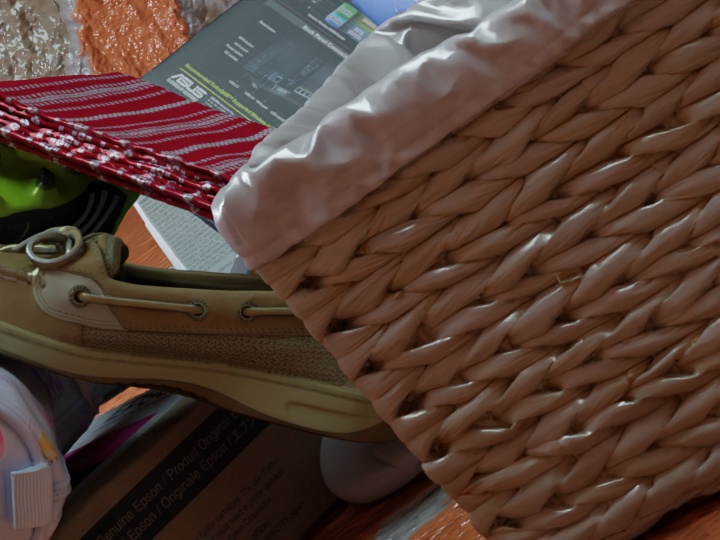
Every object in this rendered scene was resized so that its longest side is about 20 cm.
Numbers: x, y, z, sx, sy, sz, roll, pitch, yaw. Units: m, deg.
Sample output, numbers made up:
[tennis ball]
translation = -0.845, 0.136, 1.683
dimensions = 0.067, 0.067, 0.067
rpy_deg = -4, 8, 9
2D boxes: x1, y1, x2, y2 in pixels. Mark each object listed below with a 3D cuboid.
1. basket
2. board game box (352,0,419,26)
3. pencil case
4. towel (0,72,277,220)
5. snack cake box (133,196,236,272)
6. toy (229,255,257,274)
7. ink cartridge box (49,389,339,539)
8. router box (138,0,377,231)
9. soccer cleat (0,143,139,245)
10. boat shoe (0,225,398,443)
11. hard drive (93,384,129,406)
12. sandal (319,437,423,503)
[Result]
[basket]
translation = 0.092, -0.035, 0.922
dimensions = 0.200, 0.161, 0.198
rpy_deg = -32, 9, 23
[board game box]
translation = 0.118, -0.124, 1.265
dimensions = 0.199, 0.045, 0.152
rpy_deg = -22, 45, -21
[pencil case]
translation = -0.148, 0.063, 1.123
dimensions = 0.200, 0.090, 0.083
rpy_deg = -94, 19, -81
[towel]
translation = -0.054, -0.047, 1.191
dimensions = 0.144, 0.199, 0.023
rpy_deg = -11, -63, -61
[snack cake box]
translation = 0.006, -0.041, 1.433
dimensions = 0.200, 0.115, 0.067
rpy_deg = -36, -21, -4
[toy]
translation = 0.000, 0.000, 1.341
dimensions = 0.115, 0.047, 0.201
rpy_deg = -7, 52, 31
[ink cartridge box]
translation = -0.116, 0.121, 1.209
dimensions = 0.200, 0.075, 0.165
rpy_deg = -29, 12, 46
[router box]
translation = 0.015, -0.056, 1.296
dimensions = 0.150, 0.062, 0.200
rpy_deg = -40, 53, -17
[soccer cleat]
translation = -0.142, -0.019, 1.223
dimensions = 0.081, 0.067, 0.200
rpy_deg = -69, -15, 15
[boat shoe]
translation = -0.073, 0.011, 1.111
dimensions = 0.073, 0.200, 0.063
rpy_deg = -58, -17, -80
[hard drive]
translation = -0.147, 0.052, 1.374
dimensions = 0.132, 0.026, 0.200
rpy_deg = -32, 7, -20
[sandal]
translation = 0.063, 0.017, 1.150
dimensions = 0.203, 0.050, 0.082
rpy_deg = -51, 27, 7
